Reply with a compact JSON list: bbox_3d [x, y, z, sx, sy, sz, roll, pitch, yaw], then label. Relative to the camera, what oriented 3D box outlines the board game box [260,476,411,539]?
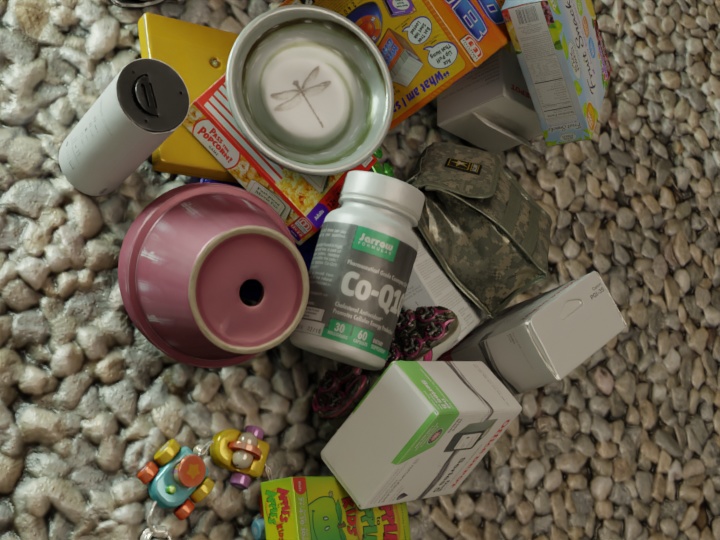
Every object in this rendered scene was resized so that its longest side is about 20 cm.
[{"bbox_3d":[-0.022,0.280,1.264,0.199,0.047,0.103,12,66,-51],"label":"board game box"}]

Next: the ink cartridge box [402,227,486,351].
[{"bbox_3d":[0.070,-0.001,1.411,0.201,0.050,0.162,56,19,4],"label":"ink cartridge box"}]

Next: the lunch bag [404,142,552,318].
[{"bbox_3d":[0.143,-0.071,1.453,0.200,0.117,0.164,45,26,-11],"label":"lunch bag"}]

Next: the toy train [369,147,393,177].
[{"bbox_3d":[-0.022,-0.186,1.456,0.201,0.042,0.056,60,27,-1],"label":"toy train"}]

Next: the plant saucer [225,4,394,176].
[{"bbox_3d":[-0.061,-0.199,1.303,0.198,0.050,0.203,5,76,-19],"label":"plant saucer"}]

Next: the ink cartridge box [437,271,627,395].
[{"bbox_3d":[0.205,0.090,1.415,0.146,0.200,0.083,-31,91,-35],"label":"ink cartridge box"}]

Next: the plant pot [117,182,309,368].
[{"bbox_3d":[-0.141,0.010,1.204,0.198,0.179,0.203,-2,96,-23],"label":"plant pot"}]

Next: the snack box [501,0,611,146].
[{"bbox_3d":[0.252,-0.289,1.453,0.201,0.067,0.169,63,35,-31],"label":"snack box"}]

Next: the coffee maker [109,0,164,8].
[{"bbox_3d":[-0.251,-0.424,1.305,0.192,0.200,0.135,43,56,-12],"label":"coffee maker"}]

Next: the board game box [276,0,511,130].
[{"bbox_3d":[0.045,-0.304,1.414,0.201,0.199,0.200,54,35,-6],"label":"board game box"}]

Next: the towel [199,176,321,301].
[{"bbox_3d":[-0.104,-0.032,1.357,0.198,0.049,0.149,18,66,-26],"label":"towel"}]

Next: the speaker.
[{"bbox_3d":[-0.252,-0.147,1.210,0.080,0.200,0.082,10,69,-28],"label":"speaker"}]

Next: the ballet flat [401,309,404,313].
[{"bbox_3d":[0.029,0.020,1.411,0.067,0.066,0.202,-16,96,-74],"label":"ballet flat"}]

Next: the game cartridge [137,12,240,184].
[{"bbox_3d":[-0.172,-0.198,1.358,0.175,0.032,0.202,7,63,-34],"label":"game cartridge"}]

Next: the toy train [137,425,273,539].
[{"bbox_3d":[-0.140,0.244,1.239,0.198,0.055,0.152,-1,74,-32],"label":"toy train"}]

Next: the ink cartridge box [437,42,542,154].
[{"bbox_3d":[0.186,-0.261,1.554,0.128,0.125,0.202,19,65,-39],"label":"ink cartridge box"}]

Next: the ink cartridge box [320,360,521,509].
[{"bbox_3d":[0.073,0.180,1.290,0.084,0.146,0.199,48,22,28],"label":"ink cartridge box"}]

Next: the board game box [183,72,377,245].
[{"bbox_3d":[-0.093,-0.151,1.340,0.200,0.046,0.152,45,48,-9],"label":"board game box"}]

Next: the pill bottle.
[{"bbox_3d":[0.000,0.000,1.274,0.112,0.113,0.202,20,81,-25],"label":"pill bottle"}]

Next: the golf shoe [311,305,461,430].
[{"bbox_3d":[0.041,0.117,1.331,0.092,0.199,0.073,41,19,-37],"label":"golf shoe"}]
